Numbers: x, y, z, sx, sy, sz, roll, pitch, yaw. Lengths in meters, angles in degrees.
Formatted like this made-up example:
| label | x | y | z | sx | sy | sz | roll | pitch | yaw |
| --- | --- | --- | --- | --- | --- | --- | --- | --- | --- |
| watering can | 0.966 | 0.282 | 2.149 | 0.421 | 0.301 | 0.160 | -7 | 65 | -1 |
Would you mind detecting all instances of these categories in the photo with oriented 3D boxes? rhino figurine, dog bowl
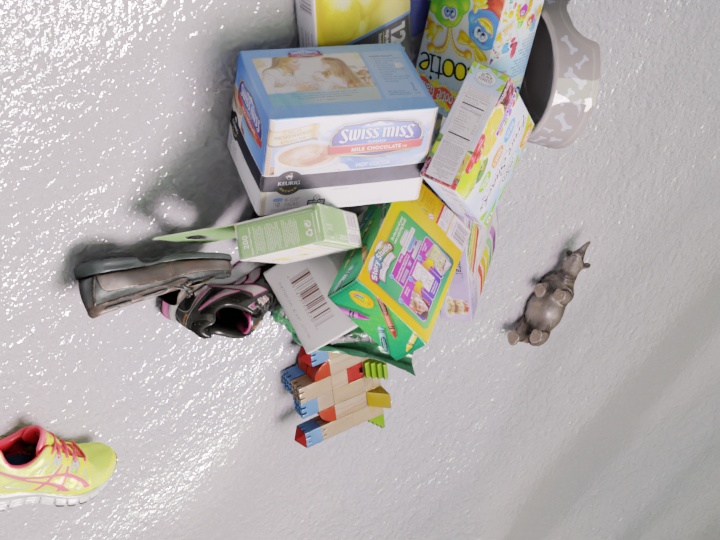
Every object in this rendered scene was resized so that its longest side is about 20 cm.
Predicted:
| label | x | y | z | sx | sy | sz | roll | pitch | yaw |
| --- | --- | --- | --- | --- | --- | --- | --- | --- | --- |
| rhino figurine | 0.307 | 0.037 | 2.222 | 0.201 | 0.059 | 0.087 | -59 | 163 | 10 |
| dog bowl | 0.224 | -0.254 | 1.769 | 0.058 | 0.201 | 0.202 | -3 | 126 | -24 |

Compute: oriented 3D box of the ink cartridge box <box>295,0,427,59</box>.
| label | x | y | z | sx | sy | sz | roll | pitch | yaw |
| --- | --- | --- | --- | --- | --- | --- | --- | --- | --- |
| ink cartridge box | 0.014 | -0.311 | 1.608 | 0.199 | 0.047 | 0.199 | -30 | 140 | -24 |

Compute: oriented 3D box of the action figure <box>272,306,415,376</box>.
| label | x | y | z | sx | sy | sz | roll | pitch | yaw |
| --- | --- | --- | --- | --- | --- | --- | --- | --- | --- |
| action figure | -0.019 | 0.071 | 1.843 | 0.197 | 0.119 | 0.055 | 6 | 147 | -15 |

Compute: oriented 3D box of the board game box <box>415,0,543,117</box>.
| label | x | y | z | sx | sy | sz | roll | pitch | yaw |
| --- | --- | --- | --- | --- | --- | --- | --- | --- | --- |
| board game box | 0.145 | -0.291 | 1.706 | 0.104 | 0.102 | 0.202 | -27 | 139 | -47 |

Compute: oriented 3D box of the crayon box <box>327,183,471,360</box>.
| label | x | y | z | sx | sy | sz | roll | pitch | yaw |
| --- | --- | --- | --- | --- | --- | --- | --- | --- | --- |
| crayon box | 0.049 | -0.010 | 1.659 | 0.119 | 0.058 | 0.201 | 42 | 46 | -18 |

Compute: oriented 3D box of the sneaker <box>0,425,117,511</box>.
| label | x | y | z | sx | sy | sz | roll | pitch | yaw |
| --- | --- | --- | --- | --- | --- | --- | --- | --- | --- |
| sneaker | -0.364 | 0.220 | 1.629 | 0.198 | 0.078 | 0.091 | -5 | 123 | -45 |

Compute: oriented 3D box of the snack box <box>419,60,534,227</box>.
| label | x | y | z | sx | sy | sz | roll | pitch | yaw |
| --- | --- | --- | --- | --- | --- | --- | --- | --- | --- |
| snack box | 0.140 | -0.143 | 1.632 | 0.144 | 0.053 | 0.200 | -63 | 162 | -3 |

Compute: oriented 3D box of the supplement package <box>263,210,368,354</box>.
| label | x | y | z | sx | sy | sz | roll | pitch | yaw |
| --- | --- | --- | --- | --- | --- | --- | --- | --- | --- |
| supplement package | 0.000 | 0.000 | 1.737 | 0.117 | 0.118 | 0.199 | -33 | 176 | 43 |

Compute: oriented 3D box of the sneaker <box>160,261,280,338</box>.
| label | x | y | z | sx | sy | sz | roll | pitch | yaw |
| --- | --- | --- | --- | --- | --- | --- | --- | --- | --- |
| sneaker | -0.144 | 0.046 | 1.709 | 0.198 | 0.086 | 0.081 | -17 | 135 | -39 |

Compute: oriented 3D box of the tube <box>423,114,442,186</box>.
| label | x | y | z | sx | sy | sz | roll | pitch | yaw |
| --- | --- | --- | --- | --- | --- | --- | --- | --- | --- |
| tube | 0.065 | -0.135 | 1.820 | 0.057 | 0.052 | 0.201 | 8 | 137 | -2 |

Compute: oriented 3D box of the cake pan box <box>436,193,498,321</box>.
| label | x | y | z | sx | sy | sz | roll | pitch | yaw |
| --- | --- | --- | --- | --- | --- | --- | --- | --- | --- |
| cake pan box | 0.141 | -0.066 | 1.870 | 0.185 | 0.052 | 0.202 | -70 | 159 | -47 |

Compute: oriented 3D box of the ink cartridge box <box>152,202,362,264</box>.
| label | x | y | z | sx | sy | sz | roll | pitch | yaw |
| --- | --- | --- | --- | --- | --- | --- | --- | --- | --- |
| ink cartridge box | -0.112 | -0.031 | 1.569 | 0.197 | 0.049 | 0.145 | -13 | 175 | 16 |

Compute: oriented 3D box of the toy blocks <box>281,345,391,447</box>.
| label | x | y | z | sx | sy | sz | roll | pitch | yaw |
| --- | --- | --- | --- | --- | --- | --- | --- | --- | --- |
| toy blocks | -0.044 | 0.149 | 1.918 | 0.135 | 0.100 | 0.202 | -21 | 125 | -23 |

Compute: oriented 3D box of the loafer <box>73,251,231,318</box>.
| label | x | y | z | sx | sy | sz | roll | pitch | yaw |
| --- | --- | --- | --- | --- | --- | --- | --- | --- | --- |
| loafer | -0.231 | 0.017 | 1.589 | 0.198 | 0.071 | 0.064 | -4 | 82 | -38 |

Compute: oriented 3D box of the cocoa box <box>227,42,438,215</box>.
| label | x | y | z | sx | sy | sz | roll | pitch | yaw |
| --- | --- | --- | --- | --- | --- | --- | --- | --- | --- |
| cocoa box | -0.033 | -0.160 | 1.556 | 0.197 | 0.134 | 0.132 | -6 | 134 | -20 |

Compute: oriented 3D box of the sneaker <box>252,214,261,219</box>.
| label | x | y | z | sx | sy | sz | roll | pitch | yaw |
| --- | --- | --- | --- | --- | --- | --- | --- | --- | --- |
| sneaker | -0.072 | -0.094 | 1.685 | 0.199 | 0.071 | 0.098 | -35 | 125 | -4 |
